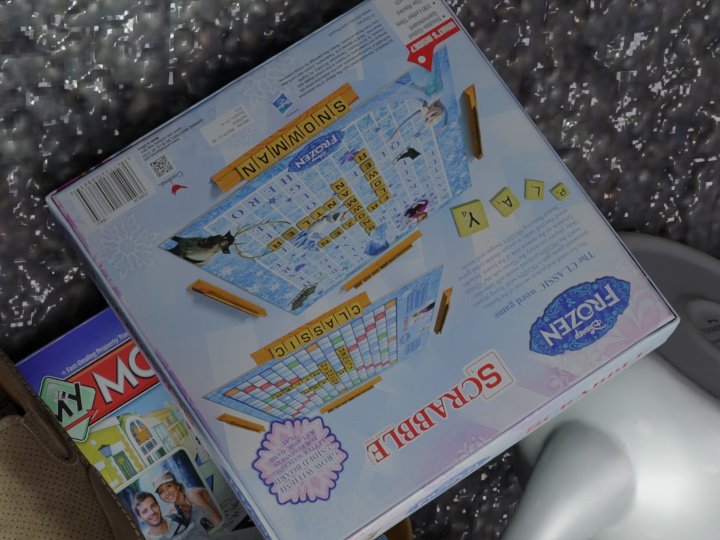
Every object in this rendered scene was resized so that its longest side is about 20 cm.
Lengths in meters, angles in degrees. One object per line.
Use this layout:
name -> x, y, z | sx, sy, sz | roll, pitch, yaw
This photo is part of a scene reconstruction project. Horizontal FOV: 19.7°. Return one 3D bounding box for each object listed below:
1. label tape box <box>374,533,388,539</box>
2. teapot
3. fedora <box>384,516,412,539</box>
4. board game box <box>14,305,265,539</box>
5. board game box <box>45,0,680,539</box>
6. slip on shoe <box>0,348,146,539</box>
label tape box -> -0.035, 0.218, 0.864 | 0.200, 0.066, 0.144 | -24, 79, -40
teapot -> 0.147, 0.086, 1.019 | 0.199, 0.198, 0.146 | 20, 118, -20
fedora -> -0.052, 0.172, 0.999 | 0.200, 0.082, 0.202 | -10, 115, -23
board game box -> -0.048, 0.054, 0.946 | 0.200, 0.029, 0.135 | -32, 93, -12
board game box -> 0.000, 0.000, 0.901 | 0.200, 0.200, 0.041 | -32, 166, -11
slip on shoe -> -0.144, 0.086, 0.841 | 0.076, 0.200, 0.061 | -30, 145, -8
